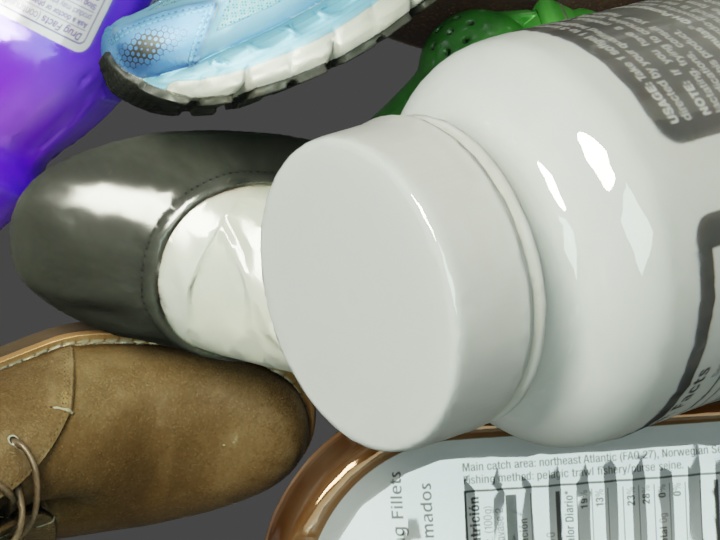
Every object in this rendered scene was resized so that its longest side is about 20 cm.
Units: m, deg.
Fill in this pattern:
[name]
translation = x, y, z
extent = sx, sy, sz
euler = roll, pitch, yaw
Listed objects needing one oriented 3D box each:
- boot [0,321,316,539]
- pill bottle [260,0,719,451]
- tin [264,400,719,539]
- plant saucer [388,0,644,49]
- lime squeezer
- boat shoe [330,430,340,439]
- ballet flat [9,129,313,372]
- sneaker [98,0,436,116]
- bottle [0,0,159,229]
[boot]
translation = -0.105, 0.062, 0.735
extent = 0.199, 0.076, 0.074
euler = -4, 117, -16
[pill bottle]
translation = 0.076, -0.016, 0.684
extent = 0.199, 0.111, 0.111
euler = -16, 96, -35
[tin]
translation = 0.071, 0.089, 0.720
extent = 0.199, 0.042, 0.112
euler = -4, 89, -7
[plant saucer]
translation = 0.046, -0.166, 0.779
extent = 0.199, 0.034, 0.201
euler = -1, 94, -9
[lime squeezer]
translation = 0.060, -0.049, 0.774
extent = 0.199, 0.038, 0.071
euler = -9, 116, -9
[boat shoe]
translation = 0.038, 0.134, 0.772
extent = 0.063, 0.074, 0.202
euler = -30, 101, -14
[ballet flat]
translation = 0.000, 0.000, 0.737
extent = 0.199, 0.068, 0.068
euler = 5, 107, -23
[sneaker]
translation = -0.001, -0.119, 0.722
extent = 0.200, 0.078, 0.090
euler = -40, 99, -13
[bottle]
translation = -0.100, -0.080, 0.741
extent = 0.083, 0.065, 0.201
euler = 28, 94, 13
